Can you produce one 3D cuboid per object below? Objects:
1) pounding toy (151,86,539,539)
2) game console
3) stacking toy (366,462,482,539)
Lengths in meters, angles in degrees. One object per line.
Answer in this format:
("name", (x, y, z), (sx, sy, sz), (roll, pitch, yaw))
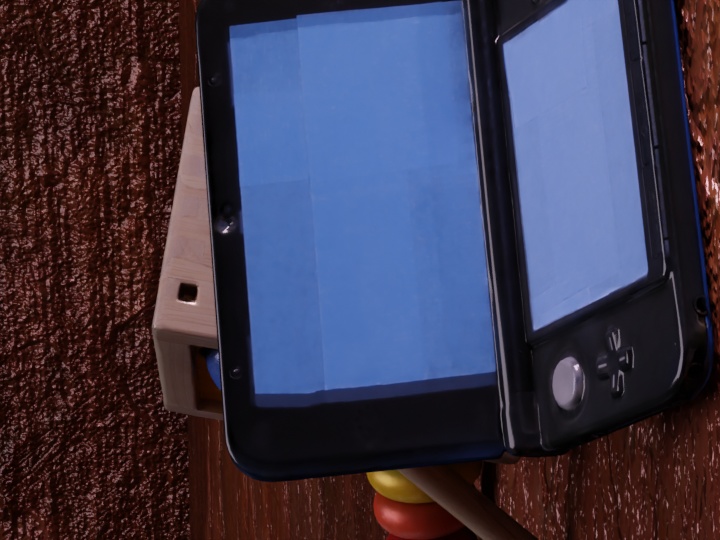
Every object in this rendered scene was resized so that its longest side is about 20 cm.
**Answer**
("pounding toy", (0.011, 0.033, 1.175), (0.200, 0.183, 0.143), (98, -179, -75))
("game console", (0.029, -0.035, 1.028), (0.171, 0.118, 0.201), (149, 119, -61))
("stacking toy", (0.028, 0.084, 1.421), (0.085, 0.085, 0.201), (-112, 15, -68))
